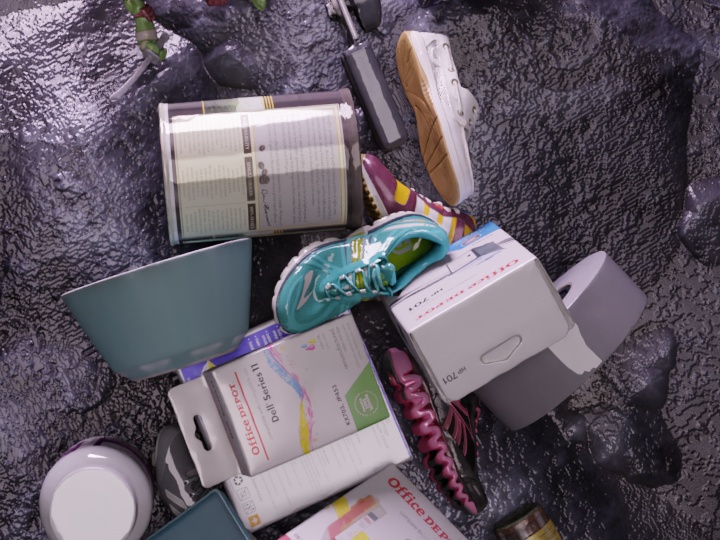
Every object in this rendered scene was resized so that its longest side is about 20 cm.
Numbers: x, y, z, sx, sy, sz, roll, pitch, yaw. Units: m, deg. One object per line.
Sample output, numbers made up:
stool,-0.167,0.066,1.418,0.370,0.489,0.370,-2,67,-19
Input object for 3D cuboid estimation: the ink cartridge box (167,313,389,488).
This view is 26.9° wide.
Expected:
ink cartridge box,-0.084,0.135,1.533,0.198,0.067,0.118,-22,91,-15

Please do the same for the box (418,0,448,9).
box,0.096,-0.400,1.592,0.113,0.132,0.202,-18,91,-10

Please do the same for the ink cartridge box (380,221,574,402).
ink cartridge box,0.109,0.037,1.490,0.145,0.200,0.086,-30,103,-1

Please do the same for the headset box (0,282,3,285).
headset box,-0.461,0.008,1.510,0.197,0.149,0.078,0,89,-7

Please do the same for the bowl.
bowl,-0.191,0.045,1.513,0.198,0.201,0.106,-16,91,-7

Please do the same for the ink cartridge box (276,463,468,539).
ink cartridge box,0.002,0.309,1.524,0.199,0.084,0.145,-29,59,-32

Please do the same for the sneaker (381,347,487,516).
sneaker,0.102,0.162,1.613,0.095,0.079,0.202,-25,93,-18

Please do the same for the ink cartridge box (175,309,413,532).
ink cartridge box,-0.071,0.151,1.602,0.198,0.043,0.200,-23,91,-5

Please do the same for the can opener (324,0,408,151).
can opener,0.014,-0.231,1.618,0.066,0.053,0.202,-24,92,-6

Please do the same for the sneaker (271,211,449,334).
sneaker,0.000,0.000,1.509,0.199,0.080,0.078,-31,116,-16

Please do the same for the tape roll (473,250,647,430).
tape roll,0.202,0.072,1.556,0.200,0.200,0.066,-45,94,-6

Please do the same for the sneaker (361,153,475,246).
sneaker,0.071,-0.052,1.612,0.090,0.075,0.201,-34,101,-5

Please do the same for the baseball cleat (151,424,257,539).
baseball cleat,-0.153,0.255,1.563,0.105,0.070,0.203,-7,100,34

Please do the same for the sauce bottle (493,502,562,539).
sauce bottle,0.215,0.350,1.619,0.064,0.065,0.202,-28,93,-6

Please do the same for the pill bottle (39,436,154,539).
pill bottle,-0.261,0.228,1.500,0.111,0.200,0.114,0,88,-6

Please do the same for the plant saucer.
plant saucer,-0.189,0.296,1.542,0.199,0.019,0.070,-38,82,29

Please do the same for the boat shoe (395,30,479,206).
boat shoe,0.096,-0.167,1.601,0.068,0.071,0.202,-8,72,-19

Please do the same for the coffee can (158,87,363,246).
coffee can,-0.104,-0.107,1.553,0.197,0.146,0.148,-5,89,-7

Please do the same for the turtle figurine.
turtle figurine,-0.189,-0.274,1.554,0.192,0.201,0.145,-12,124,-11
